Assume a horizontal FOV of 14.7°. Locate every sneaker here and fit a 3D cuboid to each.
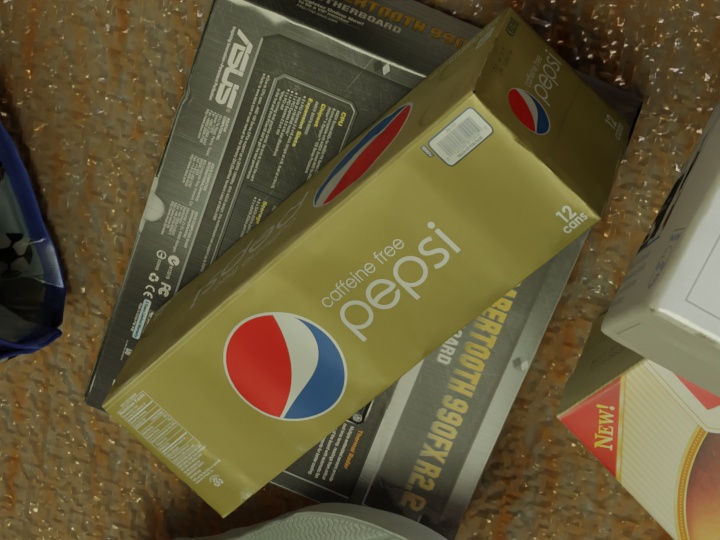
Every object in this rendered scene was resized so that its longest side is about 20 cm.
[{"bbox_3d":[-0.016,0.125,1.097,0.200,0.071,0.073,-3,90,46],"label":"sneaker"}]

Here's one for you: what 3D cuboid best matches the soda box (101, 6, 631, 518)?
[{"bbox_3d":[0.000,0.000,0.981,0.064,0.068,0.200,44,122,-12],"label":"soda box"}]

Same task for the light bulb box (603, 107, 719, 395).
[{"bbox_3d":[0.210,-0.025,0.860,0.198,0.125,0.200,28,85,0],"label":"light bulb box"}]

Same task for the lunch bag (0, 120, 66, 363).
[{"bbox_3d":[-0.223,-0.018,1.055,0.170,0.124,0.200,-2,155,18],"label":"lunch bag"}]

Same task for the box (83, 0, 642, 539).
[{"bbox_3d":[-0.003,-0.006,1.049,0.158,0.048,0.200,22,124,2],"label":"box"}]

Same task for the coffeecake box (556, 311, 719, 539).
[{"bbox_3d":[0.198,0.067,1.015,0.200,0.073,0.153,46,123,-11],"label":"coffeecake box"}]
